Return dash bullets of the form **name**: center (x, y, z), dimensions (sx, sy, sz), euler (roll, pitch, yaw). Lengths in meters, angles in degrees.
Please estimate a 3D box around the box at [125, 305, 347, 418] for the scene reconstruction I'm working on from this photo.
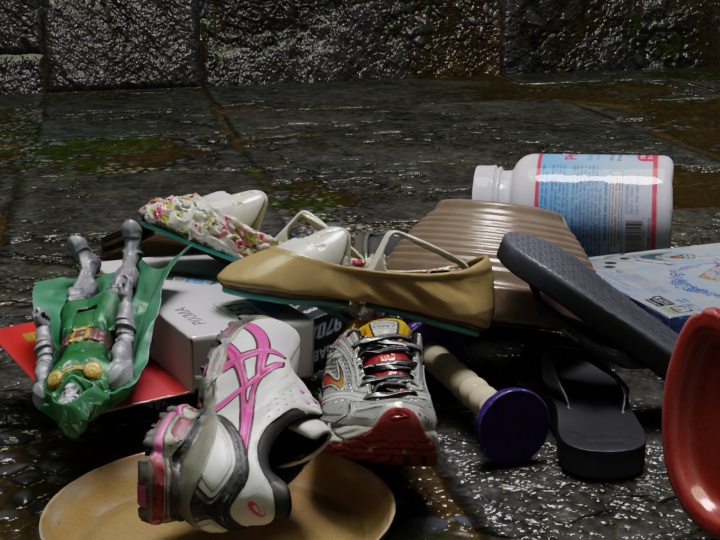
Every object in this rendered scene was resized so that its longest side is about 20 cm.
- **box**: center (-0.126, 0.056, 1.058), dimensions (0.158, 0.047, 0.199), euler (10, 18, 33)

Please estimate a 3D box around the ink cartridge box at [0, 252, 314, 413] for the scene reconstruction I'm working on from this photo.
- **ink cartridge box**: center (-0.153, 0.039, 0.953), dimensions (0.174, 0.045, 0.199), euler (-8, 18, -29)

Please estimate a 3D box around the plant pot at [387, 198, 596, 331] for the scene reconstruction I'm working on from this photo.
- **plant pot**: center (0.105, -0.004, 1.076), dimensions (0.198, 0.094, 0.201), euler (6, -2, 0)

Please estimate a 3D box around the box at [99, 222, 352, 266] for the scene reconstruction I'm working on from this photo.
- **box**: center (-0.107, -0.009, 1.153), dimensions (0.198, 0.022, 0.163), euler (12, -11, -25)

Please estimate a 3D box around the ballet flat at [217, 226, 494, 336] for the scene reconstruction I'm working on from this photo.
- **ballet flat**: center (0.000, 0.000, 0.941), dimensions (0.198, 0.064, 0.069), euler (10, 3, -15)

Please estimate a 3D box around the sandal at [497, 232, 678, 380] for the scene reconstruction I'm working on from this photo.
- **sandal**: center (0.175, 0.044, 0.941), dimensions (0.199, 0.043, 0.076), euler (36, 18, 3)

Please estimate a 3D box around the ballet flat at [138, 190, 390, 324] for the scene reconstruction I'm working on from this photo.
- **ballet flat**: center (-0.067, -0.022, 1.015), dimensions (0.198, 0.065, 0.076), euler (25, 0, -3)

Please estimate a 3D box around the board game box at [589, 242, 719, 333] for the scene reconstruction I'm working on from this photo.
- **board game box**: center (0.303, 0.022, 1.167), dimensions (0.197, 0.044, 0.200), euler (-7, 15, -16)

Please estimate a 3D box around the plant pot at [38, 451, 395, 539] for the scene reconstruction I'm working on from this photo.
- **plant pot**: center (-0.079, 0.144, 0.759), dimensions (0.197, 0.028, 0.200), euler (-2, 15, 0)

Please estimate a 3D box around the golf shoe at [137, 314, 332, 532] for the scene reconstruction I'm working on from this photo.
- **golf shoe**: center (-0.058, 0.090, 0.785), dimensions (0.091, 0.073, 0.200), euler (8, 26, 9)

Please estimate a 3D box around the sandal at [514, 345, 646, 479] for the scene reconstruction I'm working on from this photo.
- **sandal**: center (0.156, 0.085, 0.936), dimensions (0.075, 0.043, 0.200), euler (-2, 15, -6)

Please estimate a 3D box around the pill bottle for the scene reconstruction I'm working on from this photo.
- **pill bottle**: center (0.215, -0.063, 1.370), dimensions (0.197, 0.110, 0.109), euler (2, 15, 12)

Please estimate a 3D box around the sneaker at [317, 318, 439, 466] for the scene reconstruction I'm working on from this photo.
- **sneaker**: center (0.006, 0.072, 0.849), dimensions (0.077, 0.083, 0.200), euler (8, 4, -10)

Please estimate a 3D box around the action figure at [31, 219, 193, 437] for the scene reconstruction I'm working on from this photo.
- **action figure**: center (-0.172, 0.038, 0.868), dimensions (0.117, 0.055, 0.201), euler (-17, 31, 6)

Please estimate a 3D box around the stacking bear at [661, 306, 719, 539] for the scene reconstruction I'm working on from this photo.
- **stacking bear**: center (0.278, 0.094, 0.770), dimensions (0.198, 0.115, 0.121), euler (3, 23, -34)

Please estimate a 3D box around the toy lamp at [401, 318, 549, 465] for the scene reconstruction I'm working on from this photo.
- **toy lamp**: center (0.070, 0.075, 0.956), dimensions (0.057, 0.059, 0.200), euler (-6, 16, -18)

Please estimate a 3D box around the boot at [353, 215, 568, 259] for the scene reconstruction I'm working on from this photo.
- **boot**: center (0.096, -0.009, 1.248), dimensions (0.197, 0.074, 0.182), euler (2, 15, 9)
